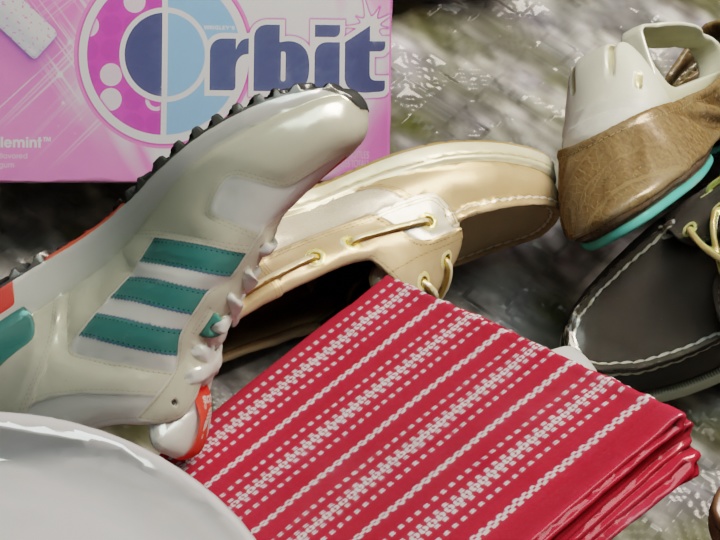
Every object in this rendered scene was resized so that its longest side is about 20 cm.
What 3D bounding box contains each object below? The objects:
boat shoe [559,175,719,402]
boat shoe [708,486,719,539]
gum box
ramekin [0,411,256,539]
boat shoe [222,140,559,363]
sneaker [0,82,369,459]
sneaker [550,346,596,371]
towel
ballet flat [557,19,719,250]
[{"bbox_3d":[0.165,-0.014,1.016,0.201,0.061,0.072,-31,67,2],"label":"boat shoe"},{"bbox_3d":[0.218,0.057,0.946,0.200,0.068,0.072,-36,53,8],"label":"boat shoe"},{"bbox_3d":[-0.079,-0.095,1.038,0.199,0.114,0.066,-1,6,-18],"label":"gum box"},{"bbox_3d":[-0.121,0.151,0.809,0.201,0.095,0.203,6,47,-7],"label":"ramekin"},{"bbox_3d":[0.000,0.000,1.018,0.199,0.074,0.069,-13,64,-25],"label":"boat shoe"},{"bbox_3d":[-0.065,0.015,0.926,0.199,0.070,0.094,-35,82,6],"label":"sneaker"},{"bbox_3d":[0.039,0.112,0.920,0.085,0.073,0.200,38,60,16],"label":"sneaker"},{"bbox_3d":[0.011,0.072,0.880,0.144,0.023,0.200,-38,30,-17],"label":"towel"},{"bbox_3d":[0.127,-0.069,1.082,0.200,0.068,0.073,-31,96,-54],"label":"ballet flat"}]
